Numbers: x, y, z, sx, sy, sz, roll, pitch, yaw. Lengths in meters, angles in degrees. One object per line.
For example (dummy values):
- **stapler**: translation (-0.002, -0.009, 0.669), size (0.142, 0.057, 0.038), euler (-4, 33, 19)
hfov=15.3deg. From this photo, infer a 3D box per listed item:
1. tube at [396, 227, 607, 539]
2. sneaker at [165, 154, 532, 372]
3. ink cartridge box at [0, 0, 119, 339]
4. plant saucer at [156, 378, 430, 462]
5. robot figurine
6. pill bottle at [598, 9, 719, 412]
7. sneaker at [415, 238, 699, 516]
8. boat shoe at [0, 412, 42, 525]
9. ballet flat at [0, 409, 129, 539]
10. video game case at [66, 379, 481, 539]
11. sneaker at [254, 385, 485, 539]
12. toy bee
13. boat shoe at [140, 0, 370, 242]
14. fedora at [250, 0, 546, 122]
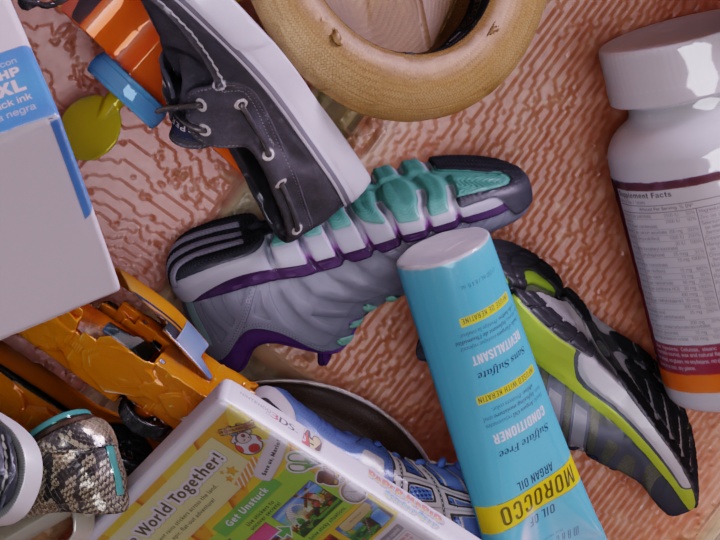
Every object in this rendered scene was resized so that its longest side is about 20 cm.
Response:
- **tube**: translation (0.073, 0.077, 1.404), size (0.077, 0.050, 0.200), euler (-28, 110, -23)
- **sneaker**: translation (0.000, 0.000, 1.443), size (0.200, 0.074, 0.088), euler (-14, 115, 3)
- **ink cartridge box**: translation (-0.197, -0.088, 1.297), size (0.084, 0.200, 0.145), euler (-22, 145, -7)
- **plant saucer**: translation (-0.049, 0.155, 1.474), size (0.200, 0.032, 0.201), euler (-2, 100, -9)
- **robot figurine**: translation (-0.160, 0.044, 1.394), size (0.200, 0.058, 0.145), euler (36, 121, 1)
- **pill bottle**: translation (0.195, -0.034, 1.443), size (0.109, 0.110, 0.200), euler (-17, 102, -7)
- **sneaker**: translation (0.113, 0.069, 1.475), size (0.081, 0.074, 0.200), euler (-36, 112, 25)
- **boat shoe**: translation (-0.248, 0.074, 1.349), size (0.060, 0.200, 0.076), euler (18, 86, -55)
- **ballet flat**: translation (-0.195, 0.141, 1.380), size (0.200, 0.068, 0.075), euler (-29, 76, 31)
- **video game case**: translation (-0.053, 0.163, 1.395), size (0.182, 0.023, 0.200), euler (34, 126, -16)
- **sneaker**: translation (0.016, 0.126, 1.438), size (0.200, 0.076, 0.077), euler (43, 68, -15)
- **toy bee**: translation (-0.114, -0.131, 1.387), size (0.131, 0.109, 0.200), euler (-31, 128, -13)
- **boat shoe**: translation (-0.067, -0.083, 1.335), size (0.066, 0.070, 0.200), euler (-45, 138, -6)
- **fedora**: translation (0.004, -0.170, 1.384), size (0.200, 0.082, 0.201), euler (5, 79, -28)
